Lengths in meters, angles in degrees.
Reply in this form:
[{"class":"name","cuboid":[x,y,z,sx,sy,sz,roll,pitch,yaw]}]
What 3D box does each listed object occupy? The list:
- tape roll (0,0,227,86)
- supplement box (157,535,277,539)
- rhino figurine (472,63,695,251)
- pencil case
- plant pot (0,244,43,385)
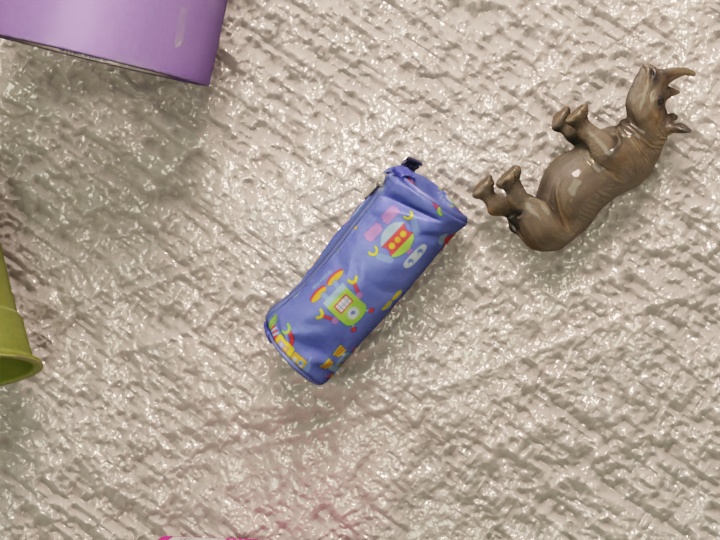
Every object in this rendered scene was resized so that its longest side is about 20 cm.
[{"class":"tape roll","cuboid":[-0.212,-0.214,1.126,0.199,0.200,0.086,15,95,10]},{"class":"supplement box","cuboid":[-0.093,0.289,1.171,0.199,0.103,0.102,-1,93,13]},{"class":"rhino figurine","cuboid":[0.193,-0.095,1.119,0.200,0.060,0.087,-41,103,9]},{"class":"pencil case","cuboid":[0.000,0.000,1.151,0.087,0.078,0.200,37,99,-22]},{"class":"plant pot","cuboid":[-0.383,0.001,1.191,0.199,0.200,0.191,-10,77,11]}]
